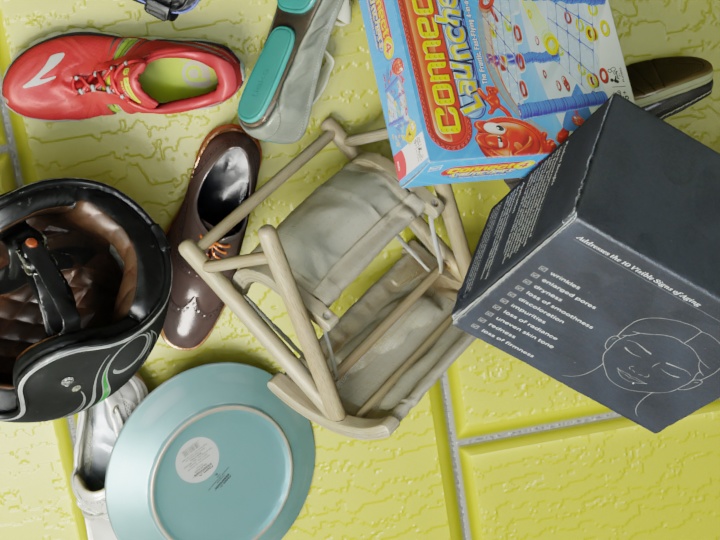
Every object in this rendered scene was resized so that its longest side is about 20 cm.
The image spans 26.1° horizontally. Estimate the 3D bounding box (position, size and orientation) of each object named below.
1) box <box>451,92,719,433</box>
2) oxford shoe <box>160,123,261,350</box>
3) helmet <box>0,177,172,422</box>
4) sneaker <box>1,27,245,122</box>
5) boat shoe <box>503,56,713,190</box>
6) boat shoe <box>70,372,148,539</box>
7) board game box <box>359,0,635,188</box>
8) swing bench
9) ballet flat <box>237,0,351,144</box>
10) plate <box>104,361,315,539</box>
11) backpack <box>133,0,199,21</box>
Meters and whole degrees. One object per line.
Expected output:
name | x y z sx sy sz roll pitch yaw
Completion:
box | 0.208 0.002 1.168 0.200 0.197 0.124 29 59 -11
oxford shoe | -0.132 -0.022 1.304 0.071 0.073 0.200 12 103 -9
helmet | -0.258 0.029 1.244 0.200 0.200 0.191 36 141 -13
sneaker | -0.193 -0.159 1.257 0.200 0.085 0.077 -6 103 -5
boat shoe | 0.207 -0.124 1.320 0.200 0.073 0.065 -20 116 3
boat shoe | -0.220 0.186 1.341 0.071 0.069 0.200 1 101 20
board game box | 0.108 -0.174 1.224 0.196 0.056 0.200 -7 76 -25
swing bench | 0.000 0.000 1.252 0.199 0.130 0.200 -43 111 -33
ballet flat | -0.042 -0.200 1.280 0.064 0.067 0.200 17 96 -40
plate | -0.123 0.179 1.341 0.200 0.026 0.201 -8 106 -29
backpack | -0.164 -0.320 1.186 0.183 0.147 0.200 26 105 -11
